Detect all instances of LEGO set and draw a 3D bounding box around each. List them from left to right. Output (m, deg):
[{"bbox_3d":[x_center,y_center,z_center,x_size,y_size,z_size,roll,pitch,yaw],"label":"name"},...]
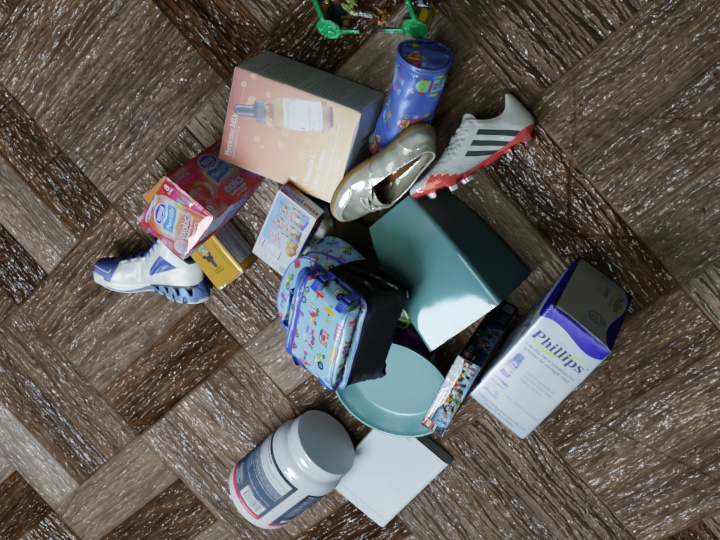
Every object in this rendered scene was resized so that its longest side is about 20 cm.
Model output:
[{"bbox_3d":[0.019,-0.401,1.410,0.200,0.116,0.154,2,147,32],"label":"LEGO set"}]

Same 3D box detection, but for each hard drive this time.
[{"bbox_3d":[0.046,0.341,1.778,0.132,0.027,0.200,40,122,1],"label":"hard drive"}]

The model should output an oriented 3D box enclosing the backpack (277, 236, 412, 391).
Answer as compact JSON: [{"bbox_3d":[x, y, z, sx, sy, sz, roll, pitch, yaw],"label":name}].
[{"bbox_3d":[-0.047,0.053,1.504,0.200,0.135,0.183,40,128,34],"label":"backpack"}]

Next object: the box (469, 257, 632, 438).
[{"bbox_3d":[0.273,0.107,1.481,0.105,0.184,0.200,40,122,3],"label":"box"}]

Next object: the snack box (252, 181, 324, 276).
[{"bbox_3d":[-0.113,-0.058,1.584,0.072,0.024,0.200,39,149,4],"label":"snack box"}]

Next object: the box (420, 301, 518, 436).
[{"bbox_3d":[0.163,0.139,1.531,0.038,0.200,0.137,31,121,9],"label":"box"}]

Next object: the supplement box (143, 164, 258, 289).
[{"bbox_3d":[-0.259,-0.071,1.691,0.067,0.069,0.200,-34,96,32],"label":"supplement box"}]

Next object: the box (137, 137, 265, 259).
[{"bbox_3d":[-0.236,-0.115,1.581,0.095,0.200,0.100,41,122,-2],"label":"box"}]

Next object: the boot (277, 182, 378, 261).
[{"bbox_3d":[-0.042,-0.078,1.577,0.200,0.075,0.097,15,140,17],"label":"boot"}]

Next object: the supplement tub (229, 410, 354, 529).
[{"bbox_3d":[-0.119,0.342,1.780,0.140,0.140,0.200,47,122,-3],"label":"supplement tub"}]

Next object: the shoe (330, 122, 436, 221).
[{"bbox_3d":[0.031,-0.126,1.451,0.200,0.070,0.053,-41,50,30],"label":"shoe"}]

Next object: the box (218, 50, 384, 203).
[{"bbox_3d":[-0.088,-0.212,1.528,0.200,0.106,0.152,21,120,12],"label":"box"}]

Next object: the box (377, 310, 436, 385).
[{"bbox_3d":[0.022,0.109,1.674,0.200,0.036,0.143,4,115,22],"label":"box"}]

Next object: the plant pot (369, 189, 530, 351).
[{"bbox_3d":[0.117,-0.017,1.518,0.141,0.141,0.200,-39,88,32],"label":"plant pot"}]

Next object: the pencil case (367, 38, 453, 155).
[{"bbox_3d":[0.068,-0.232,1.444,0.078,0.087,0.200,3,141,-13],"label":"pencil case"}]

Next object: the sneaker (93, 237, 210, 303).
[{"bbox_3d":[-0.345,-0.020,1.750,0.199,0.081,0.115,9,113,11],"label":"sneaker"}]

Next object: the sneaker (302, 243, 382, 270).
[{"bbox_3d":[0.000,0.000,1.620,0.116,0.074,0.200,-42,70,2],"label":"sneaker"}]

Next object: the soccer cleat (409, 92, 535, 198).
[{"bbox_3d":[0.148,-0.171,1.449,0.200,0.069,0.085,-31,90,7],"label":"soccer cleat"}]

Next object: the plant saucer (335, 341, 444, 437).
[{"bbox_3d":[0.054,0.181,1.653,0.200,0.036,0.200,12,129,16],"label":"plant saucer"}]
